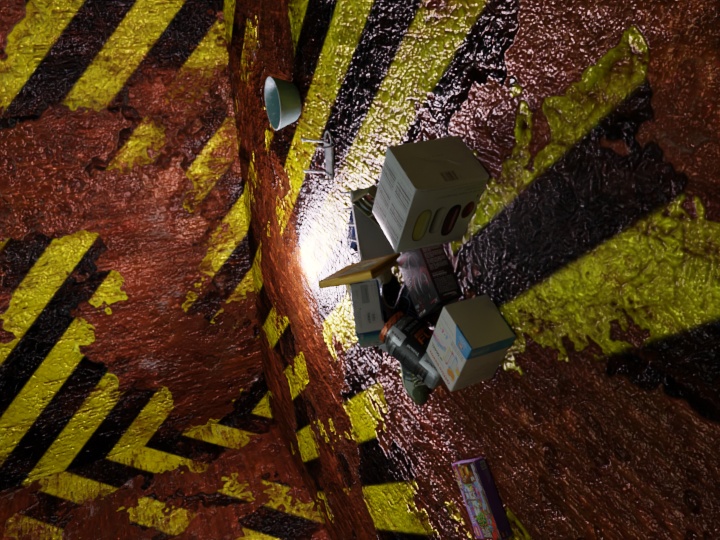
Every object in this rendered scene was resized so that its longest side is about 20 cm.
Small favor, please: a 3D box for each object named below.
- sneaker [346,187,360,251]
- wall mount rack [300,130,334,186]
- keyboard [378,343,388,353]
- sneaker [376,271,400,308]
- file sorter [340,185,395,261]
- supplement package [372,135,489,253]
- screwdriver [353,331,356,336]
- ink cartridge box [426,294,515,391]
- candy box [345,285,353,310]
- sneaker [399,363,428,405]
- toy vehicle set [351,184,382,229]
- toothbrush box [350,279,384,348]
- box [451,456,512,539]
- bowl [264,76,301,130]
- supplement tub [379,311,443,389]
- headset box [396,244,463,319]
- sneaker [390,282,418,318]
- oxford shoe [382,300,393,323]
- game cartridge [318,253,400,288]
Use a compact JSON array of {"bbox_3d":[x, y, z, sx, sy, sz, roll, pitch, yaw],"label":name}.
[{"bbox_3d":[0.008,-0.160,1.875,0.070,0.077,0.203,-177,96,-70],"label":"sneaker"},{"bbox_3d":[-0.150,-0.404,2.107,0.174,0.074,0.202,-140,43,-57],"label":"wall mount rack"},{"bbox_3d":[0.141,0.264,1.663,0.199,0.011,0.056,34,163,-9],"label":"keyboard"},{"bbox_3d":[0.069,0.039,1.808,0.073,0.071,0.201,-63,38,42],"label":"sneaker"},{"bbox_3d":[0.029,-0.144,1.729,0.124,0.137,0.203,-165,65,-68],"label":"file sorter"},{"bbox_3d":[0.153,-0.173,1.333,0.201,0.189,0.148,104,147,-49],"label":"supplement package"},{"bbox_3d":[0.030,0.119,1.834,0.029,0.201,0.028,40,169,-16],"label":"screwdriver"},{"bbox_3d":[0.250,0.179,1.372,0.201,0.124,0.129,103,147,-46],"label":"ink cartridge box"},{"bbox_3d":[0.005,0.125,1.900,0.102,0.026,0.202,31,144,51],"label":"candy box"},{"bbox_3d":[0.158,0.294,1.734,0.090,0.066,0.202,116,140,-65],"label":"sneaker"},{"bbox_3d":[0.075,-0.146,1.599,0.200,0.027,0.124,40,162,-12],"label":"toy vehicle set"},{"bbox_3d":[0.024,0.130,1.687,0.200,0.084,0.148,81,-179,-70],"label":"toothbrush box"},{"bbox_3d":[0.318,0.604,1.550,0.137,0.039,0.202,128,126,-63],"label":"box"},{"bbox_3d":[-0.297,-0.659,2.290,0.200,0.104,0.203,167,90,-69],"label":"bowl"},{"bbox_3d":[0.153,0.206,1.546,0.199,0.122,0.123,38,142,20],"label":"supplement tub"},{"bbox_3d":[0.174,0.006,1.532,0.149,0.074,0.202,126,127,-63],"label":"headset box"},{"bbox_3d":[0.123,0.128,1.660,0.070,0.078,0.203,16,109,36],"label":"sneaker"},{"bbox_3d":[0.070,0.121,1.852,0.200,0.072,0.072,-155,54,-64],"label":"oxford shoe"},{"bbox_3d":[0.000,0.000,1.723,0.198,0.176,0.033,-10,103,36],"label":"game cartridge"}]
